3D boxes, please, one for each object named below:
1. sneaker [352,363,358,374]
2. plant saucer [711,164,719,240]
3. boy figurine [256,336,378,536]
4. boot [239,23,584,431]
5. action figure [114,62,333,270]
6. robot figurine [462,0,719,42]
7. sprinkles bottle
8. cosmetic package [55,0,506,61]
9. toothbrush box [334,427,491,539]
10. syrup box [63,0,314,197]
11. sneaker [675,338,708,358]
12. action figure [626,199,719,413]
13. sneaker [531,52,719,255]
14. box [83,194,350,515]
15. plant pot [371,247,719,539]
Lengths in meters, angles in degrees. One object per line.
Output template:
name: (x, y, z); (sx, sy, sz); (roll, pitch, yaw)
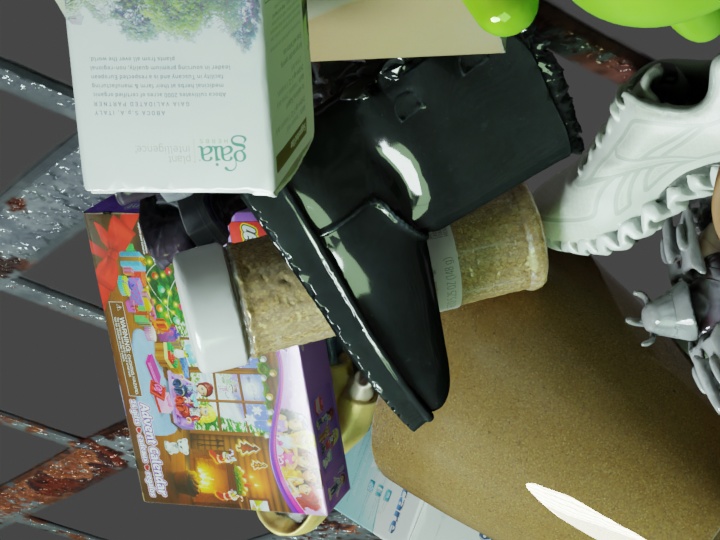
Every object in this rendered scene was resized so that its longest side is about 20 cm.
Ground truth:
sneaker: (0.041, 0.051, 1.090); (0.070, 0.083, 0.199); (23, 148, -30)
plant saucer: (0.261, -0.041, 0.746); (0.198, 0.038, 0.201); (7, 150, 4)
boy figurine: (-0.046, 0.080, 1.071); (0.124, 0.064, 0.201); (13, 115, 21)
boot: (0.040, -0.033, 0.820); (0.162, 0.073, 0.199); (-35, 118, -3)
action figure: (-0.035, -0.068, 0.893); (0.199, 0.070, 0.130); (-14, 143, 9)
robot figurine: (0.097, -0.170, 0.607); (0.175, 0.116, 0.200); (-35, 138, 14)
sprinkles bottle: (0.000, 0.000, 0.898); (0.199, 0.069, 0.068); (-14, 154, -6)
cosmetic package: (-0.036, -0.148, 0.729); (0.198, 0.072, 0.105); (-1, 152, 15)
toothbrush box: (0.058, 0.159, 1.207); (0.146, 0.086, 0.200); (21, 179, -26)
syrup box: (-0.068, -0.134, 0.634); (0.078, 0.082, 0.201); (1, 112, 10)
sneaker: (0.294, 0.028, 1.025); (0.198, 0.075, 0.087); (-2, 141, 2)
action figure: (0.240, 0.018, 0.915); (0.198, 0.131, 0.069); (-7, 172, -15)
sneaker: (0.154, -0.068, 0.862); (0.081, 0.075, 0.200); (41, 142, -20)
box: (-0.088, 0.051, 1.018); (0.136, 0.039, 0.201); (0, 111, 25)
plant pot: (0.141, 0.103, 0.962); (0.200, 0.187, 0.187); (35, 168, 31)
